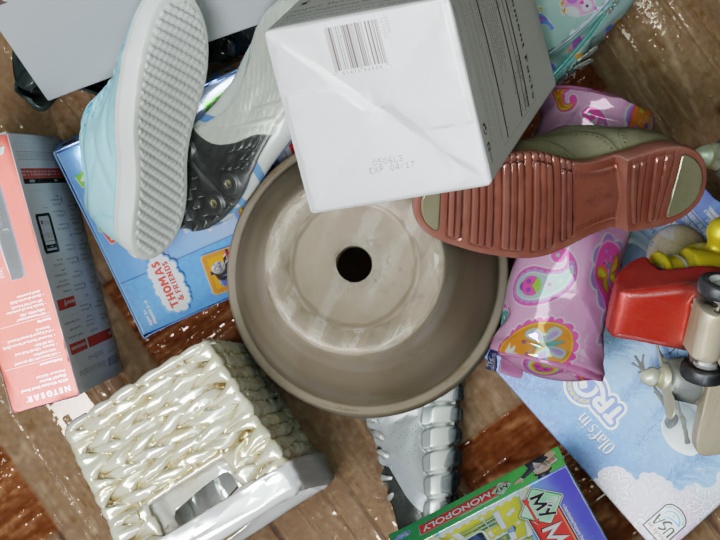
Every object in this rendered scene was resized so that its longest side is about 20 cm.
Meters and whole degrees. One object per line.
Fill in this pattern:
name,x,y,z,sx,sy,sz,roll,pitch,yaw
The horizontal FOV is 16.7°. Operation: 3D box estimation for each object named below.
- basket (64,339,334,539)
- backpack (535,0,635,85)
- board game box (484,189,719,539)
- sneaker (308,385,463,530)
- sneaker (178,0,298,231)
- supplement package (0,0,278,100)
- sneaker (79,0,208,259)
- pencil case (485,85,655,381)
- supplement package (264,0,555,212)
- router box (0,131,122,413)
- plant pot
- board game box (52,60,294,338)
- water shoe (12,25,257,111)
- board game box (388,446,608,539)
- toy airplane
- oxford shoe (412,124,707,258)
basket,-0.111,0.130,1.697,0.135,0.200,0.124,-32,83,3
backpack,0.092,-0.201,1.699,0.176,0.153,0.200,40,101,-4
board game box,0.220,0.063,1.749,0.199,0.043,0.200,-42,89,4
sneaker,0.014,0.117,1.755,0.115,0.075,0.201,4,82,8
sneaker,-0.067,-0.105,1.688,0.072,0.072,0.200,46,117,22
supplement package,-0.170,-0.260,1.675,0.190,0.147,0.201,-19,62,4
sneaker,-0.160,-0.107,1.661,0.082,0.074,0.201,29,123,29
pencil case,0.141,-0.023,1.661,0.087,0.087,0.201,12,87,3
supplement package,0.035,-0.132,1.539,0.121,0.200,0.120,-9,108,19
router box,-0.223,-0.002,1.694,0.049,0.200,0.180,-15,91,3
plant pot,0.000,0.000,1.639,0.199,0.174,0.201,0,88,5
board game box,-0.097,-0.061,1.751,0.199,0.037,0.152,-24,105,3
water shoe,-0.149,-0.150,1.742,0.199,0.072,0.079,-5,61,12
board game box,0.123,0.233,1.724,0.134,0.029,0.200,-28,117,5
toy airplane,0.258,0.006,1.665,0.200,0.199,0.141,-48,44,-7
oxford shoe,0.119,-0.055,1.577,0.199,0.074,0.071,-4,115,-21
